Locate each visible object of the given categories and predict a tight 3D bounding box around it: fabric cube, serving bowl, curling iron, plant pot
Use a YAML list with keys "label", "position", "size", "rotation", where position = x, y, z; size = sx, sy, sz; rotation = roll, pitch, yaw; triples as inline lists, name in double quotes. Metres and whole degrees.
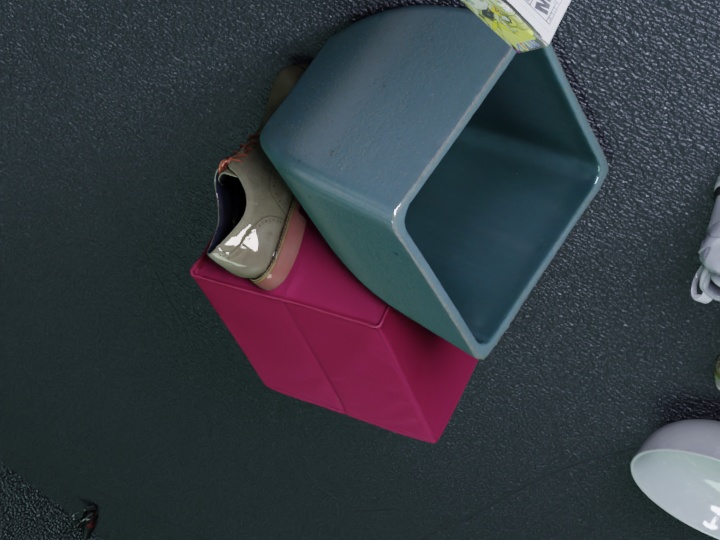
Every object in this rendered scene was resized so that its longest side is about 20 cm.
- label: "fabric cube"
  position: [0.000, 0.000, 1.709]
  size: [0.198, 0.197, 0.200]
  rotation: [16, 155, 28]
- label: "serving bowl"
  position: [0.367, 0.201, 1.888]
  size: [0.198, 0.066, 0.201]
  rotation: [24, 156, 11]
- label: "curling iron"
  position: [-0.487, 0.448, 3.417]
  size: [0.026, 0.049, 0.200]
  rotation: [62, 166, 12]
- label: "plant pot"
  position: [0.040, -0.089, 1.504]
  size: [0.199, 0.197, 0.197]
  rotation: [24, 160, 37]

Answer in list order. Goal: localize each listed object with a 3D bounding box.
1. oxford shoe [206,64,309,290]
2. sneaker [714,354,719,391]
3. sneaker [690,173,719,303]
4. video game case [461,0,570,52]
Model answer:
- label: "oxford shoe"
  position: [-0.079, -0.089, 1.602]
  size: [0.074, 0.202, 0.070]
  rotation: [22, 153, -28]
- label: "sneaker"
  position: [0.342, 0.054, 1.624]
  size: [0.076, 0.090, 0.200]
  rotation: [-10, 177, -5]
- label: "sneaker"
  position: [0.324, -0.024, 1.395]
  size: [0.075, 0.116, 0.199]
  rotation: [41, 154, -30]
- label: "video game case"
  position: [0.077, -0.255, 1.078]
  size: [0.181, 0.201, 0.036]
  rotation: [38, 157, -25]
